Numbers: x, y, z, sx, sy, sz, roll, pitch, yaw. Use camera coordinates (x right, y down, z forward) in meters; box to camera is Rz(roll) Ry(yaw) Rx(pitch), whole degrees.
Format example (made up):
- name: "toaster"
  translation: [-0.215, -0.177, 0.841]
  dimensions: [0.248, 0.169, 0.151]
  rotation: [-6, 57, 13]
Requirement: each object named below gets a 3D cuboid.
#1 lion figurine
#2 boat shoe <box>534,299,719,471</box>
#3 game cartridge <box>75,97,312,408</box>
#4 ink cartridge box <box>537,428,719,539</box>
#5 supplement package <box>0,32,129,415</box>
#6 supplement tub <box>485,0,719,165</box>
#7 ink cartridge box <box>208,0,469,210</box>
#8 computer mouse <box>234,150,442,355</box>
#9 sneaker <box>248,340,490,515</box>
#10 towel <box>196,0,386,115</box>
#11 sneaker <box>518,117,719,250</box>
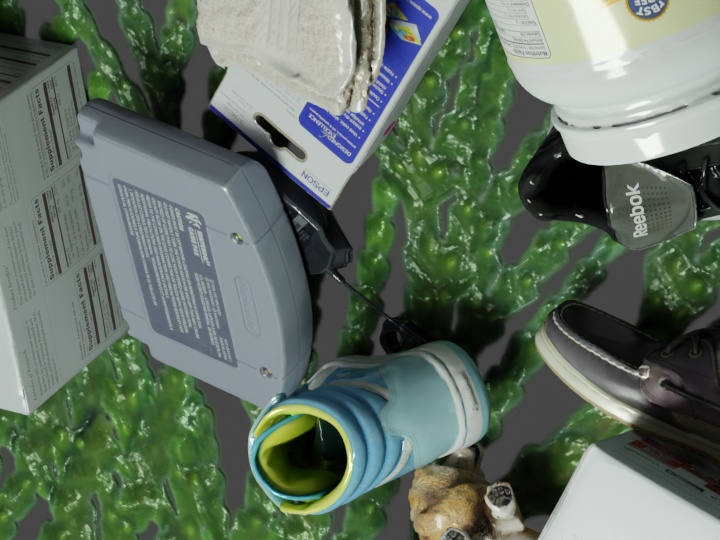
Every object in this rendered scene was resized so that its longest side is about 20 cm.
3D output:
- name: "lion figurine"
  translation: [0.107, 0.172, 1.557]
  dimensions: [0.200, 0.073, 0.123]
  rotation: [39, 173, 12]
- name: "boat shoe"
  translation: [0.186, 0.061, 1.449]
  dimensions: [0.199, 0.072, 0.065]
  rotation: [31, 120, 22]
- name: "game cartridge"
  translation: [-0.092, -0.005, 1.601]
  dimensions: [0.133, 0.041, 0.201]
  rotation: [27, 147, 28]
- name: "ink cartridge box"
  translation: [0.201, 0.167, 1.415]
  dimensions: [0.199, 0.175, 0.084]
  rotation: [30, 98, 14]
- name: "supplement package"
  translation: [-0.248, -0.036, 1.677]
  dimensions: [0.155, 0.111, 0.201]
  rotation: [12, 125, 31]
- name: "supplement tub"
  translation: [0.120, -0.166, 1.287]
  dimensions: [0.144, 0.145, 0.201]
  rotation: [-7, 115, 39]
- name: "ink cartridge box"
  translation: [-0.007, -0.130, 1.485]
  dimensions: [0.095, 0.037, 0.200]
  rotation: [40, 132, 8]
- name: "computer mouse"
  translation: [0.000, 0.000, 1.575]
  dimensions: [0.200, 0.034, 0.059]
  rotation: [45, 151, -6]
- name: "sneaker"
  translation: [-0.028, 0.098, 1.562]
  dimensions: [0.200, 0.130, 0.080]
  rotation: [-29, 83, 57]
- name: "towel"
  translation: [-0.037, -0.189, 1.424]
  dimensions: [0.132, 0.034, 0.201]
  rotation: [26, 121, 43]
- name: "sneaker"
  translation: [0.164, -0.045, 1.373]
  dimensions: [0.199, 0.090, 0.067]
  rotation: [2, 121, 36]
